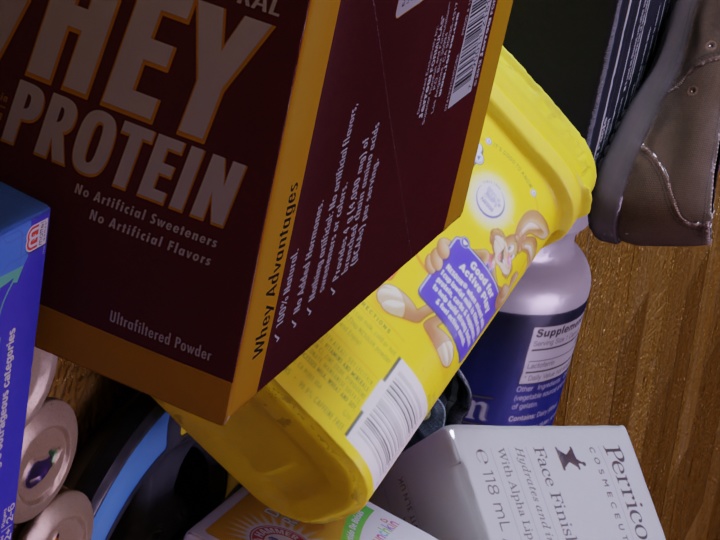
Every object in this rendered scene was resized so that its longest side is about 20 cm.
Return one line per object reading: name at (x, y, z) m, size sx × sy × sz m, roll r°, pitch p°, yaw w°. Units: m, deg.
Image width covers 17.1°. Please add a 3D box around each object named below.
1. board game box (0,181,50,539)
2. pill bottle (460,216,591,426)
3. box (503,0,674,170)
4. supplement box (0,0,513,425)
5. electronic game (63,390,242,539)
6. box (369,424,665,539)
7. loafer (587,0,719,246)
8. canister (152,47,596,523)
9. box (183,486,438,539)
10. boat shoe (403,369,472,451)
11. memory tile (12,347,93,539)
board game box at (-0.176, 0.071, 0.705) m, size 0.200 × 0.045 × 0.152 m, roll -34°, pitch 142°, yaw -50°
pill bottle at (0.059, 0.030, 1.290) m, size 0.116 × 0.115 × 0.201 m, roll -35°, pitch 142°, yaw -61°
box at (0.104, -0.170, 1.178) m, size 0.198 × 0.123 × 0.200 m, roll -51°, pitch 156°, yaw -48°
supplement box at (-0.041, -0.091, 0.811) m, size 0.200 × 0.132 × 0.198 m, roll -40°, pitch 147°, yaw -57°
electronic game at (-0.099, 0.133, 1.054) m, size 0.200 × 0.042 × 0.200 m, roll -57°, pitch 160°, yaw -35°
box at (0.052, 0.201, 1.160) m, size 0.130 × 0.199 × 0.200 m, roll 2°, pitch 151°, yaw -45°
loafer at (0.180, -0.094, 1.179) m, size 0.200 × 0.071 × 0.073 m, roll -65°, pitch 164°, yaw -9°
canister at (-0.006, -0.013, 0.999) m, size 0.086 × 0.149 × 0.200 m, roll -26°, pitch -158°, yaw 53°
box at (-0.048, 0.202, 1.068) m, size 0.200 × 0.101 × 0.112 m, roll -67°, pitch 168°, yaw 19°
boat shoe at (0.012, 0.033, 1.190) m, size 0.071 × 0.091 × 0.201 m, roll -54°, pitch 158°, yaw -39°
memory tile at (-0.149, 0.121, 0.877) m, size 0.153 × 0.017 × 0.200 m, roll -49°, pitch 148°, yaw -35°
